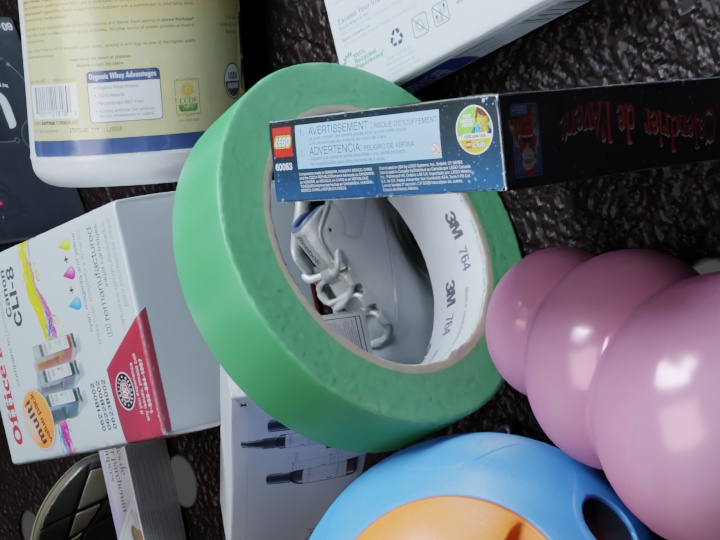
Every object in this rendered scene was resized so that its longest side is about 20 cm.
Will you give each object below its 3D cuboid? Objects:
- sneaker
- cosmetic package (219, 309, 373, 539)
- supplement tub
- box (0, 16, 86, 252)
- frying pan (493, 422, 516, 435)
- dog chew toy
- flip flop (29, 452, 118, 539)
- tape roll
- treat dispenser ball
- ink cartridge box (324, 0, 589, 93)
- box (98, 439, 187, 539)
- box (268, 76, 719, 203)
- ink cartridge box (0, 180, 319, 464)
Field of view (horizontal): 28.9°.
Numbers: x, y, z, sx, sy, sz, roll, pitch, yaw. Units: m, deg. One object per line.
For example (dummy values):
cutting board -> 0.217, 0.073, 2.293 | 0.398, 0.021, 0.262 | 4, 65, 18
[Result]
sneaker -> 0.000, 0.000, 0.812 | 0.074, 0.087, 0.202 | -29, 78, 44
cosmetic package -> -0.041, 0.104, 0.818 | 0.201, 0.081, 0.051 | 97, 166, -53
supplement tub -> -0.147, -0.160, 0.895 | 0.143, 0.143, 0.203 | 6, 102, 46
box -> -0.315, -0.089, 1.105 | 0.106, 0.121, 0.202 | -37, 72, 43
frying pan -> 0.051, 0.182, 0.839 | 0.190, 0.031, 0.116 | -42, 68, 46
dog chew toy -> 0.135, 0.048, 0.659 | 0.199, 0.123, 0.126 | 28, 118, 49
flip flop -> -0.234, 0.217, 1.122 | 0.058, 0.080, 0.201 | 59, 141, 40
tape roll -> -0.001, -0.009, 0.728 | 0.048, 0.199, 0.202 | -35, 73, 44
treat dispenser ball -> 0.061, 0.183, 0.699 | 0.200, 0.200, 0.204 | 11, 106, 45
ink cartridge box -> 0.043, -0.215, 0.757 | 0.199, 0.040, 0.202 | -20, 83, 47
box -> -0.161, 0.185, 1.054 | 0.038, 0.041, 0.202 | -15, 87, 47
box -> 0.077, -0.061, 0.634 | 0.136, 0.199, 0.038 | -1, 97, 46
ink cartridge box -> -0.142, 0.037, 0.929 | 0.199, 0.144, 0.147 | -17, 86, 48
